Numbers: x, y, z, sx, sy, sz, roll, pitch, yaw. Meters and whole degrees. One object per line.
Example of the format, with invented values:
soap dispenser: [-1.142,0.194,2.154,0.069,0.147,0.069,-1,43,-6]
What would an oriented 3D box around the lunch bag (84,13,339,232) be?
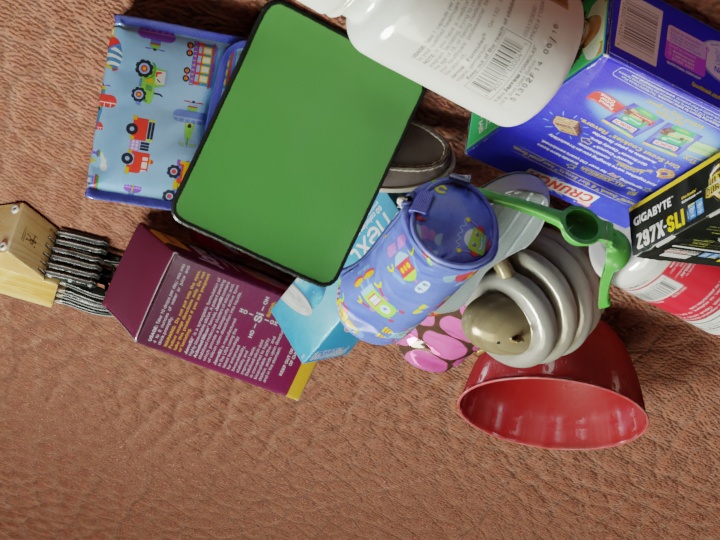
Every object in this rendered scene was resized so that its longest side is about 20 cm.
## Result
lunch bag: [-0.117,-0.119,1.282,0.200,0.151,0.094,9,-176,-7]

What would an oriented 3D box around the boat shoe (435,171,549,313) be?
boat shoe: [0.095,-0.039,1.315,0.073,0.067,0.200,15,144,-22]

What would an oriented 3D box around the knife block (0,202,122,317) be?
knife block: [-0.363,-0.001,1.709,0.200,0.064,0.176,-5,147,31]

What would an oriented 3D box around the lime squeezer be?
lime squeezer: [0.177,-0.027,1.256,0.071,0.038,0.200,2,155,44]

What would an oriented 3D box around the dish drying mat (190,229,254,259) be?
dish drying mat: [-0.078,-0.025,1.596,0.200,0.018,0.077,14,152,-3]

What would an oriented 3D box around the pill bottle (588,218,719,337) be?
pill bottle: [0.312,-0.006,1.366,0.200,0.112,0.112,25,150,-24]

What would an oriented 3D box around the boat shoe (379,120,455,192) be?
boat shoe: [-0.015,-0.121,1.332,0.200,0.072,0.060,15,157,7]

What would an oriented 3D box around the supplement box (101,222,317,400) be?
supplement box: [-0.147,0.042,1.597,0.200,0.103,0.131,22,-174,-29]

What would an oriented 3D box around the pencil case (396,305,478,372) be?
pencil case: [0.097,0.041,1.577,0.093,0.091,0.200,-8,160,-22]

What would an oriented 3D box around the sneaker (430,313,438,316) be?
sneaker: [0.029,0.017,1.530,0.077,0.073,0.200,38,162,-36]

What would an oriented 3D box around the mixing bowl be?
mixing bowl: [0.207,0.105,1.621,0.200,0.109,0.200,7,155,3]

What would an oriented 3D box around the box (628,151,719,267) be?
box: [0.341,-0.046,1.224,0.200,0.049,0.160,5,162,-22]

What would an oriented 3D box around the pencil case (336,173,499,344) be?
pencil case: [0.042,-0.006,1.254,0.087,0.078,0.200,37,151,-3]

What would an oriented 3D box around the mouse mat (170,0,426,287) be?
mouse mat: [-0.049,-0.102,1.265,0.161,0.200,0.008,25,179,-23]

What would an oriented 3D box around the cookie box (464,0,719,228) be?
cookie box: [0.206,-0.126,1.218,0.171,0.075,0.200,23,152,-21]

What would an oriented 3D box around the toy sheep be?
toy sheep: [0.164,0.018,1.428,0.138,0.200,0.138,28,132,35]

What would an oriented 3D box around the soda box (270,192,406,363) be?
soda box: [0.000,0.000,1.442,0.064,0.068,0.200,-8,147,-46]

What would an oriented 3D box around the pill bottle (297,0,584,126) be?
pill bottle: [0.052,-0.195,1.111,0.200,0.115,0.114,25,151,-22]
